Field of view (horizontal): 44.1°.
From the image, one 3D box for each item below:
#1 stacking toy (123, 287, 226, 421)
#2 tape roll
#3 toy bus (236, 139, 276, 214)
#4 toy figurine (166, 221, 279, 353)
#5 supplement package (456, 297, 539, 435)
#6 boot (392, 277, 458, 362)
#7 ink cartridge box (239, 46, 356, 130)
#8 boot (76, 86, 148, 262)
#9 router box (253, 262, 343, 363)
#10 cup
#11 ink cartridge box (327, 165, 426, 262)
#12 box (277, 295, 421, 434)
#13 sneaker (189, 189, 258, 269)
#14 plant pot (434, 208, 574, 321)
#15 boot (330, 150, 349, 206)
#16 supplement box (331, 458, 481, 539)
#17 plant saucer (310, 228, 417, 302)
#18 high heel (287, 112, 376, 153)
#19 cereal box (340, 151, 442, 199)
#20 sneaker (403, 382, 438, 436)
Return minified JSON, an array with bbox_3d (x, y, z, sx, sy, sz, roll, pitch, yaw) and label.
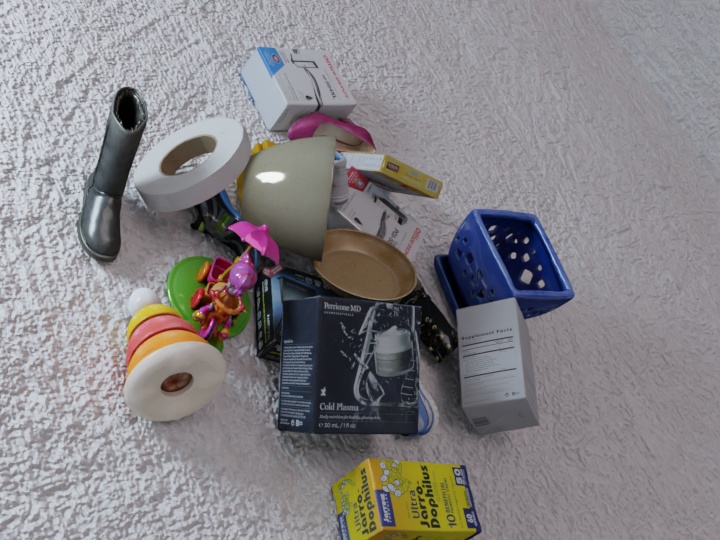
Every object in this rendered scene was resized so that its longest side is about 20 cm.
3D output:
[{"bbox_3d":[-0.284,0.096,1.266,0.144,0.148,0.202,7,38,-37],"label":"stacking toy"},{"bbox_3d":[-0.270,-0.174,1.436,0.205,0.198,0.037,-75,149,-45],"label":"tape roll"},{"bbox_3d":[-0.175,-0.140,1.585,0.077,0.065,0.204,10,52,-33],"label":"toy bus"},{"bbox_3d":[-0.196,0.013,1.347,0.148,0.184,0.203,28,44,-20],"label":"toy figurine"},{"bbox_3d":[0.248,0.175,1.618,0.122,0.117,0.204,55,29,-49],"label":"supplement package"},{"bbox_3d":[0.111,0.097,1.613,0.155,0.073,0.203,51,20,2],"label":"boot"},{"bbox_3d":[-0.124,-0.367,1.801,0.198,0.084,0.148,-12,67,-45],"label":"ink cartridge box"},{"bbox_3d":[-0.360,-0.139,1.312,0.071,0.200,0.185,7,53,-36],"label":"boot"},{"bbox_3d":[-0.080,0.087,1.483,0.197,0.062,0.153,17,49,-31],"label":"router box"},{"bbox_3d":[-0.120,-0.124,1.449,0.139,0.203,0.203,6,48,-4],"label":"cup"},{"bbox_3d":[0.016,-0.077,1.688,0.199,0.083,0.148,40,39,-8],"label":"ink cartridge box"},{"bbox_3d":[-0.017,0.150,1.377,0.196,0.123,0.202,6,81,-33],"label":"box"},{"bbox_3d":[-0.237,-0.074,1.484,0.082,0.071,0.201,-32,82,-30],"label":"sneaker"},{"bbox_3d":[0.272,0.013,1.767,0.197,0.180,0.203,2,57,-41],"label":"plant pot"},{"bbox_3d":[-0.091,-0.197,1.614,0.198,0.098,0.073,29,38,36],"label":"boot"},{"bbox_3d":[0.070,0.363,1.355,0.197,0.110,0.111,12,50,-34],"label":"supplement box"},{"bbox_3d":[0.000,0.000,1.533,0.195,0.036,0.202,14,34,-10],"label":"plant saucer"},{"bbox_3d":[-0.055,-0.261,1.774,0.096,0.068,0.198,45,30,25],"label":"high heel"},{"bbox_3d":[0.053,-0.188,1.747,0.142,0.199,0.040,21,88,-27],"label":"cereal box"},{"bbox_3d":[0.058,0.188,1.513,0.088,0.078,0.203,-8,64,-47],"label":"sneaker"}]
